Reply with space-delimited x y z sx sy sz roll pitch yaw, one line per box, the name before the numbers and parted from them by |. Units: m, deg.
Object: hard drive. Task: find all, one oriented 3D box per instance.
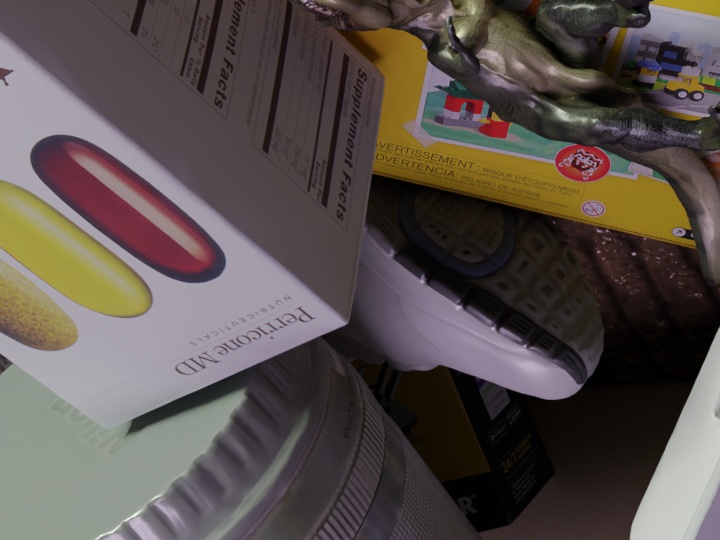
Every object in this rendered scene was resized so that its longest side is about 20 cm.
hard drive | 0.182 0.054 0.813 0.027 0.132 0.200 27 -173 36

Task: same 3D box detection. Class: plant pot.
plant pot | 0.104 0.125 0.953 0.199 0.188 0.188 10 145 28

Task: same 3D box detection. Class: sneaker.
sneaker | 0.000 0.000 0.810 0.200 0.074 0.087 27 126 23

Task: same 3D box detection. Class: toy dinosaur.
toy dinosaur | 0.075 -0.059 0.694 0.200 0.048 0.088 32 151 -25

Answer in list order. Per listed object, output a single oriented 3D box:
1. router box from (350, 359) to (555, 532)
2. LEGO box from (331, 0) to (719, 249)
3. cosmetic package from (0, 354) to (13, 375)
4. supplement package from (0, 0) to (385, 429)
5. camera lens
router box | -0.039 0.047 0.910 0.200 0.052 0.158 -19 100 31
LEGO box | 0.080 -0.093 0.748 0.199 0.077 0.149 13 141 -3
cosmetic package | -0.198 0.087 0.855 0.103 0.200 0.087 48 166 8
supplement package | -0.100 -0.059 0.669 0.114 0.110 0.200 -25 130 34
camera lens | -0.040 0.117 0.786 0.160 0.160 0.200 -17 125 30
